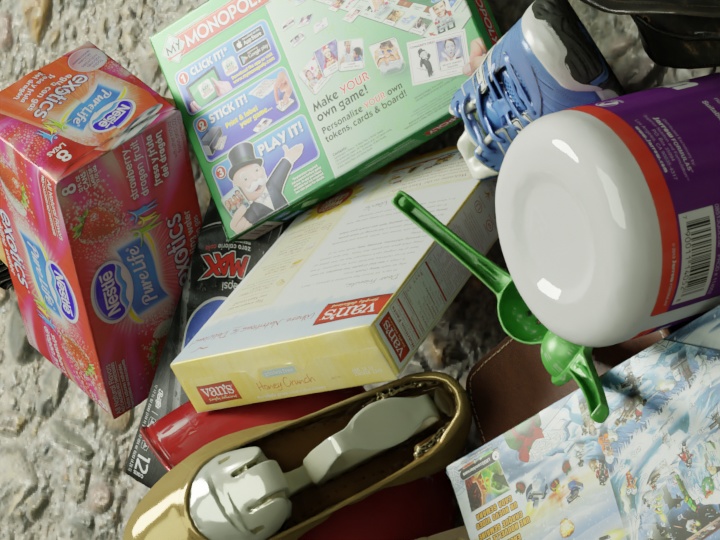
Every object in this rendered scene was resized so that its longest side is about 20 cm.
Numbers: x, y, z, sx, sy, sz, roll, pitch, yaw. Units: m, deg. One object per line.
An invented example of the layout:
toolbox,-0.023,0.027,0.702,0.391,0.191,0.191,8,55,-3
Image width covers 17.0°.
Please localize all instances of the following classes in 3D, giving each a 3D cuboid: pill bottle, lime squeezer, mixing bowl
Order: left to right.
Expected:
mixing bowl,-0.019,0.122,1.356,0.108,0.200,0.200,-46,55,-2
lime squeezer,0.089,0.023,1.193,0.038,0.071,0.200,-41,44,1
pill bottle,0.171,-0.038,1.167,0.112,0.199,0.113,30,128,49

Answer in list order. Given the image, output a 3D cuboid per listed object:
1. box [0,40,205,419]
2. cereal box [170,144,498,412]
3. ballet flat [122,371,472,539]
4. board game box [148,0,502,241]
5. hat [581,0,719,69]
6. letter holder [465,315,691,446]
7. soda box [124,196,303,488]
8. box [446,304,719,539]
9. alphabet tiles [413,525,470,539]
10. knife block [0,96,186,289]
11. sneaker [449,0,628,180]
box,-0.159,-0.023,1.470,0.100,0.095,0.201,36,148,37
cereal box,0.000,0.000,1.334,0.143,0.200,0.040,-12,117,37
ballet flat,-0.032,0.100,1.240,0.069,0.199,0.063,61,165,12
board game box,-0.018,-0.120,1.378,0.199,0.029,0.135,-28,76,27
hat,0.175,-0.154,1.241,0.200,0.200,0.081,26,140,40
letter holder,0.158,0.109,1.242,0.142,0.100,0.201,-41,61,33
soda box,-0.074,0.045,1.469,0.063,0.071,0.202,25,102,37
box,0.139,0.119,1.165,0.200,0.040,0.138,-34,64,38
alphabet tiles,0.090,0.209,1.258,0.198,0.008,0.168,-16,74,-7
knife block,-0.220,-0.067,1.613,0.175,0.064,0.201,42,113,35
sneaker,0.090,-0.084,1.237,0.077,0.200,0.076,-29,79,-3
